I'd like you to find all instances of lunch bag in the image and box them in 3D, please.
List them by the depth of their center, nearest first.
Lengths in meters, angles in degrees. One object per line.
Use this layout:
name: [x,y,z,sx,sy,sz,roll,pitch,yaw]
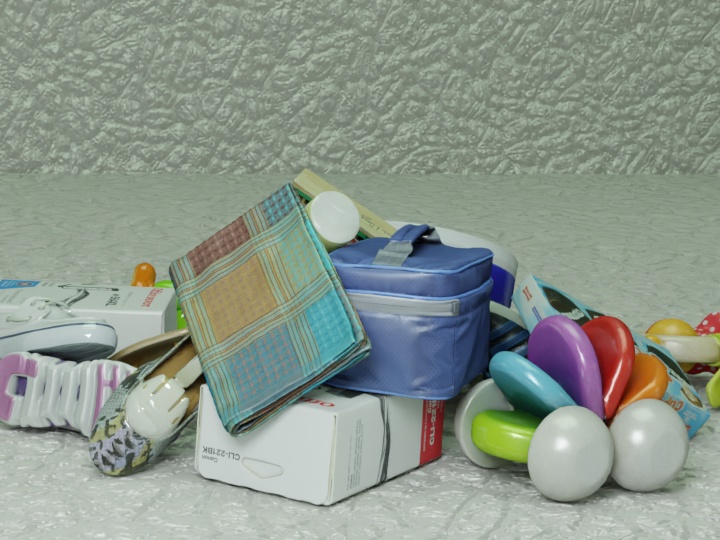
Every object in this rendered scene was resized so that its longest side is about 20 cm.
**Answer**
lunch bag: [0.046,0.029,1.611,0.135,0.133,0.200,7,11,15]

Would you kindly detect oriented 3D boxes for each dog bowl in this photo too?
dog bowl: [0.065,0.012,1.903,0.199,0.079,0.200,10,-12,2]

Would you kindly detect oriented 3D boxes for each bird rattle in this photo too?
bird rattle: [0.362,0.078,1.950,0.162,0.113,0.200,5,9,-9]

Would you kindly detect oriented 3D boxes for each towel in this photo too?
towel: [-0.084,0.031,1.535,0.022,0.146,0.200,43,17,-50]

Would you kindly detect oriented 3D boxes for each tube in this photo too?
tube: [-0.065,-0.015,1.680,0.058,0.052,0.200,28,-30,-17]

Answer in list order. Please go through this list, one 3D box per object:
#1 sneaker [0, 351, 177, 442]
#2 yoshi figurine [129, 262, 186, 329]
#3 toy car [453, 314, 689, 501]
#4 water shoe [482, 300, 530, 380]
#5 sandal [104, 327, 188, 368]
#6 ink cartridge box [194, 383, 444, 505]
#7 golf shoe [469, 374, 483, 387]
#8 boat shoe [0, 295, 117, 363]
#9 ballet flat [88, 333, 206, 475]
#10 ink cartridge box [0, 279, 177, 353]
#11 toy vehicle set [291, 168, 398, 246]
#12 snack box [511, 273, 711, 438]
sneaker: [-0.244,0.122,1.666,0.199,0.081,0.088,10,-4,26]
yoshi figurine: [-0.165,0.035,2.093,0.199,0.113,0.112,7,4,8]
toy car: [0.190,0.113,1.594,0.199,0.151,0.175,-3,11,-29]
water shoe: [0.145,0.088,1.786,0.199,0.079,0.072,21,-34,-4]
sandal: [-0.228,0.115,1.747,0.211,0.070,0.078,-17,-12,18]
ink cartridge box: [-0.033,0.136,1.595,0.144,0.084,0.200,9,12,29]
golf shoe: [0.199,0.114,1.885,0.199,0.076,0.092,-1,31,-24]
boat shoe: [-0.310,0.055,1.718,0.199,0.067,0.073,-10,-20,38]
ballet flat: [-0.161,0.099,1.573,0.072,0.072,0.200,12,44,42]
ink cartridge box: [-0.302,0.065,1.930,0.199,0.085,0.146,2,10,-1]
toy vehicle set: [0.000,0.000,1.761,0.200,0.124,0.027,34,44,4]
snack box: [0.247,0.085,1.763,0.200,0.037,0.116,27,22,-29]
